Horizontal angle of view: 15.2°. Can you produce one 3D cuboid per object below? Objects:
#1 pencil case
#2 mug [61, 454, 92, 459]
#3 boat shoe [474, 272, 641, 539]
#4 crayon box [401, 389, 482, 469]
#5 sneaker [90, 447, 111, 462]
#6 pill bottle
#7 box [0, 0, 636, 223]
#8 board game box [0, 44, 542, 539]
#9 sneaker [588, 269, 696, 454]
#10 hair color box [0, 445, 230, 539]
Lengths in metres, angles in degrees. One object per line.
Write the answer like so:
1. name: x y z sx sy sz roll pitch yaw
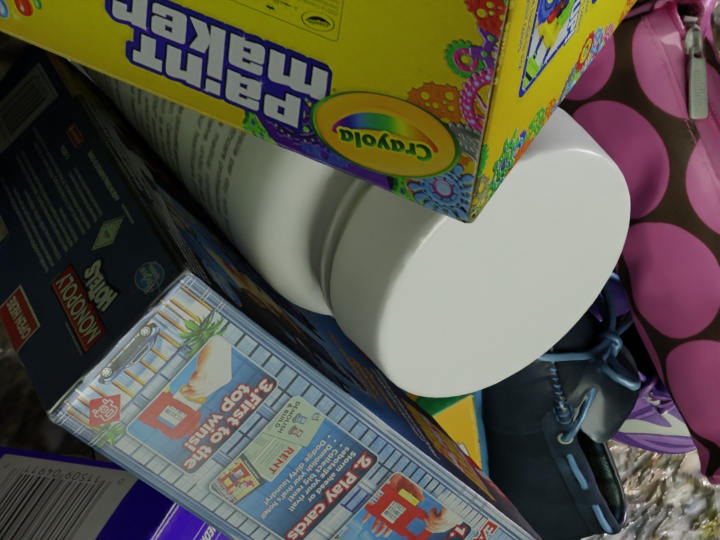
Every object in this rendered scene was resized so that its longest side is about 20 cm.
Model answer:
1. pencil case: 0.136 -0.017 1.048 0.091 0.093 0.201 -31 101 -31
2. mug: -0.139 0.173 1.032 0.153 0.150 0.186 -15 164 -44
3. boat shoe: 0.083 0.038 1.102 0.068 0.085 0.200 6 147 10
4. crayon box: -0.010 0.128 1.054 0.118 0.058 0.201 -28 134 -20
5. sneaker: -0.056 0.098 1.099 0.080 0.074 0.200 -34 133 -9
6. pill bottle: -0.010 -0.058 0.869 0.113 0.200 0.114 -25 141 -22
7. box: -0.012 -0.144 0.722 0.193 0.199 0.122 -51 158 -44
8. board game box: -0.035 0.037 0.891 0.062 0.200 0.200 -45 120 5
9. sneaker: 0.123 0.039 1.198 0.081 0.083 0.200 -41 145 -1
10. hair color box: -0.074 0.155 0.941 0.065 0.109 0.201 -56 135 -34
